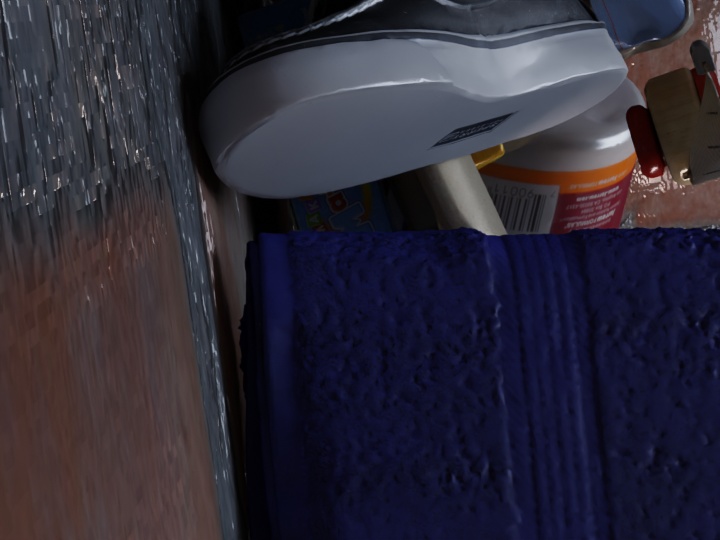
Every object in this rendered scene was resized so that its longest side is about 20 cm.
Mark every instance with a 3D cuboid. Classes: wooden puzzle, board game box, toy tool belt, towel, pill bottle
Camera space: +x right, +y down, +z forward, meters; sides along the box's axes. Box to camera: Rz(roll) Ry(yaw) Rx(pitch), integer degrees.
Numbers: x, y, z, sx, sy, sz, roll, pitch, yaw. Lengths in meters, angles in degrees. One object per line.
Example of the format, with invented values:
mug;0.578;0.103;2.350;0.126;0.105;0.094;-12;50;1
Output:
wooden puzzle;0.008;-0.090;0.844;0.200;0.037;0.186;136;-71;-88
board game box;0.000;0.000;0.861;0.200;0.036;0.152;69;4;-73
toy tool belt;0.068;-0.115;0.899;0.125;0.122;0.201;-69;139;-75
towel;0.065;0.060;0.648;0.050;0.199;0.148;113;-25;-68
pill bottle;0.056;0.001;1.017;0.114;0.114;0.201;-93;-168;-59

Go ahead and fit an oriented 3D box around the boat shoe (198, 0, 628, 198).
boat shoe;0.012;-0.073;0.694;0.200;0.072;0.068;-16;76;-51
